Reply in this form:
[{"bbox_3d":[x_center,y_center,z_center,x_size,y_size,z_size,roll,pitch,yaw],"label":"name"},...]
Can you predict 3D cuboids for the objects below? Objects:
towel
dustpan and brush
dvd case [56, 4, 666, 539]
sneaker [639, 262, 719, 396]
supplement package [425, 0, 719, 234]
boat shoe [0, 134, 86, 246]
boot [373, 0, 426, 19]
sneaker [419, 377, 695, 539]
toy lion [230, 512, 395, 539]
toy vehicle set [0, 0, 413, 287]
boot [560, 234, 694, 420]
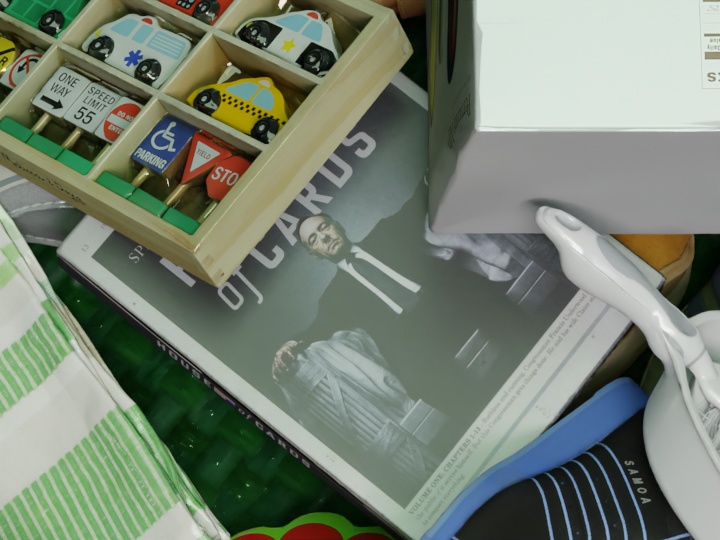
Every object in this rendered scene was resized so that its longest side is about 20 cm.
[{"bbox_3d":[-0.162,0.079,1.055,0.152,0.023,0.200,-40,75,10],"label":"towel"},{"bbox_3d":[0.136,0.049,0.987,0.199,0.057,0.140,34,35,-6],"label":"dustpan and brush"},{"bbox_3d":[0.000,0.000,1.038,0.200,0.025,0.151,38,77,9],"label":"dvd case"},{"bbox_3d":[0.174,0.014,1.077,0.067,0.090,0.201,32,77,6],"label":"sneaker"},{"bbox_3d":[0.100,-0.128,0.958,0.146,0.191,0.202,-1,80,-3],"label":"supplement package"},{"bbox_3d":[-0.066,-0.017,1.088,0.199,0.070,0.072,1,69,-5],"label":"boat shoe"},{"bbox_3d":[0.039,-0.201,1.147,0.154,0.077,0.201,-23,59,17],"label":"boot"},{"bbox_3d":[0.081,0.111,0.987,0.078,0.070,0.200,33,45,22],"label":"sneaker"},{"bbox_3d":[0.004,0.174,1.009,0.198,0.069,0.193,-7,43,4],"label":"toy lion"},{"bbox_3d":[-0.090,-0.083,1.046,0.199,0.027,0.125,27,72,37],"label":"toy vehicle set"},{"bbox_3d":[0.089,-0.044,1.108,0.144,0.071,0.201,37,75,14],"label":"boot"}]
